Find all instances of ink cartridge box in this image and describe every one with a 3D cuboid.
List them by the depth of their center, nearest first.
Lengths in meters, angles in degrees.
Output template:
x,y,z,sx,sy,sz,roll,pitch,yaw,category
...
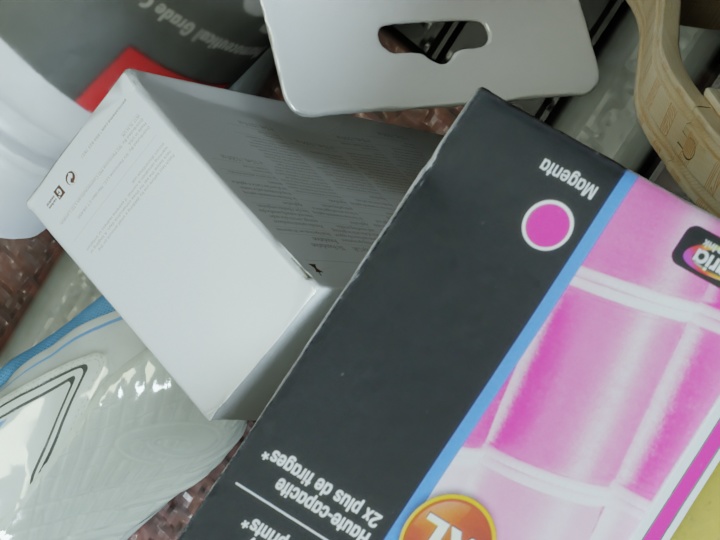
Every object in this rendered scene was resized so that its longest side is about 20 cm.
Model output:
x,y,z,sx,sy,sz,roll,pitch,yaw,category
0.015,0.063,0.702,0.094,0.037,0.201,30,82,22,ink cartridge box
0.018,-0.149,0.807,0.067,0.115,0.201,-28,73,52,ink cartridge box

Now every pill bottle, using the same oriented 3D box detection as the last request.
x,y,z,sx,sy,sz,roll,pitch,yaw,category
-0.067,-0.108,0.918,0.200,0.114,0.114,-44,68,21,pill bottle

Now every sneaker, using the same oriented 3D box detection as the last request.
x,y,z,sx,sy,sz,roll,pitch,yaw,category
-0.116,0.076,0.957,0.200,0.072,0.073,-40,32,8,sneaker

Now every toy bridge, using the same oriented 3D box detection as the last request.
x,y,z,sx,sy,sz,roll,pitch,yaw,category
0.113,-0.030,0.790,0.027,0.067,0.200,-67,33,31,toy bridge

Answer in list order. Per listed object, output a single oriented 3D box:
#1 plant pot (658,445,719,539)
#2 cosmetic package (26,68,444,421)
x,y,z,sx,sy,sz,roll,pitch,yaw,category
0.095,0.110,0.778,0.176,0.200,0.200,-47,66,6,plant pot
0.000,0.000,0.823,0.083,0.200,0.051,46,108,24,cosmetic package
